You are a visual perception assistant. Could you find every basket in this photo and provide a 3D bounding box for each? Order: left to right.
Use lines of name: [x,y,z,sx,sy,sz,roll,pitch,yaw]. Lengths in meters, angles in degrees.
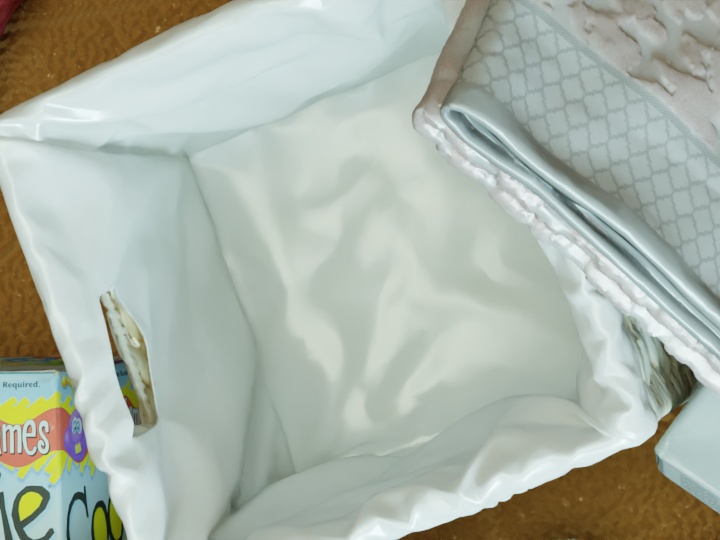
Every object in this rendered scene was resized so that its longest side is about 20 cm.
basket: [0.000,0.000,1.074,0.200,0.161,0.198,-22,85,15]

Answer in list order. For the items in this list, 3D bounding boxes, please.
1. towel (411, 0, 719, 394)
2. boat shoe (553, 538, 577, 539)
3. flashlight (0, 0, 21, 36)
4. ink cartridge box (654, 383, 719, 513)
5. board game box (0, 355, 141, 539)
towel: [0.128,-0.061,1.006,0.200,0.191,0.032,39,145,-16]
boat shoe: [0.127,0.185,1.095,0.076,0.072,0.200,-27,88,0]
flashlight: [-0.147,-0.113,1.164,0.068,0.068,0.200,30,98,11]
ink cartridge box: [0.236,0.056,1.041,0.200,0.044,0.174,35,83,13]
board game box: [-0.145,0.137,1.147,0.103,0.105,0.200,-2,91,16]
